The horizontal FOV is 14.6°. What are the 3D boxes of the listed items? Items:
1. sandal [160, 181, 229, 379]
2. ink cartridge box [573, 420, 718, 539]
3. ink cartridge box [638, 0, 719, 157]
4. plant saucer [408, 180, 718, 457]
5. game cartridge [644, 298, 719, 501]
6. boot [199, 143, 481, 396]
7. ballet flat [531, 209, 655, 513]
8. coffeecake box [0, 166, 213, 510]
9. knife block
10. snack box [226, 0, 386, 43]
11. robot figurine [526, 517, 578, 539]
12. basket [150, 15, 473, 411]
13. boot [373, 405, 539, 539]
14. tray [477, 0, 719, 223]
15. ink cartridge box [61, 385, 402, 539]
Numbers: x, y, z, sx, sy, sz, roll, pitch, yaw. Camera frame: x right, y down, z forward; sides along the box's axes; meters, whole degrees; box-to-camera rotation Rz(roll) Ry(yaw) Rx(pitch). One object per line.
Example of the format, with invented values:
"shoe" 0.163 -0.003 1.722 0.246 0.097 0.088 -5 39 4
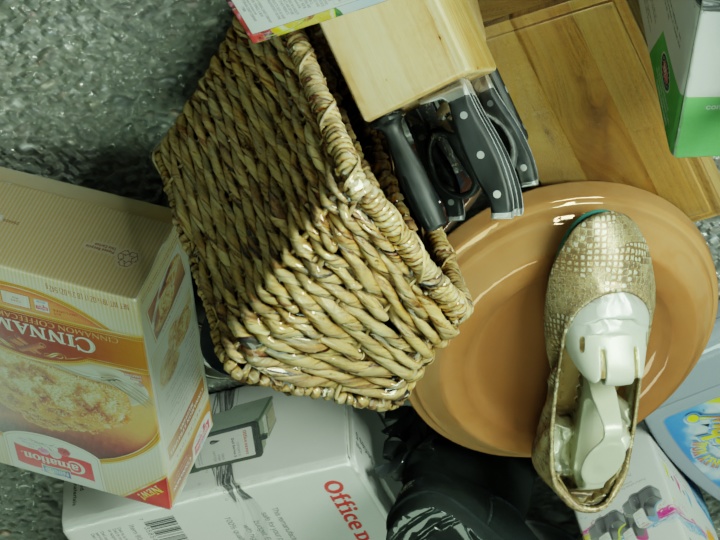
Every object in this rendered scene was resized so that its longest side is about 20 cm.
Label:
"sandal" -0.086 0.004 1.681 0.081 0.055 0.200 3 139 -6
"ink cartridge box" 0.197 0.200 1.806 0.068 0.200 0.115 -27 135 12
"ink cartridge box" 0.197 -0.177 1.416 0.084 0.146 0.200 -1 140 -4
"plant saucer" 0.118 0.038 1.654 0.199 0.038 0.201 -8 129 -10
"game cartridge" 0.258 0.090 1.815 0.133 0.041 0.200 -21 136 25
"boot" 0.000 0.000 1.669 0.200 0.075 0.097 -37 155 5
"ballet flat" 0.139 0.059 1.610 0.070 0.065 0.201 -10 130 -12
"coffeecake box" -0.177 0.038 1.666 0.153 0.073 0.200 14 142 15
"knife block" 0.022 -0.118 1.450 0.064 0.176 0.200 -25 135 15
"snack box" 0.003 -0.210 1.327 0.142 0.201 0.053 -16 137 15
"robot figurine" 0.109 0.234 1.870 0.169 0.200 0.113 10 106 -3
"basket" -0.005 -0.044 1.514 0.142 0.200 0.149 14 124 -30
"boot" 0.090 0.162 1.763 0.073 0.163 0.198 -39 109 24
"tray" 0.130 -0.091 1.598 0.098 0.037 0.200 -16 138 15
"ink cartridge box" -0.074 0.152 1.830 0.199 0.084 0.146 -14 138 14
